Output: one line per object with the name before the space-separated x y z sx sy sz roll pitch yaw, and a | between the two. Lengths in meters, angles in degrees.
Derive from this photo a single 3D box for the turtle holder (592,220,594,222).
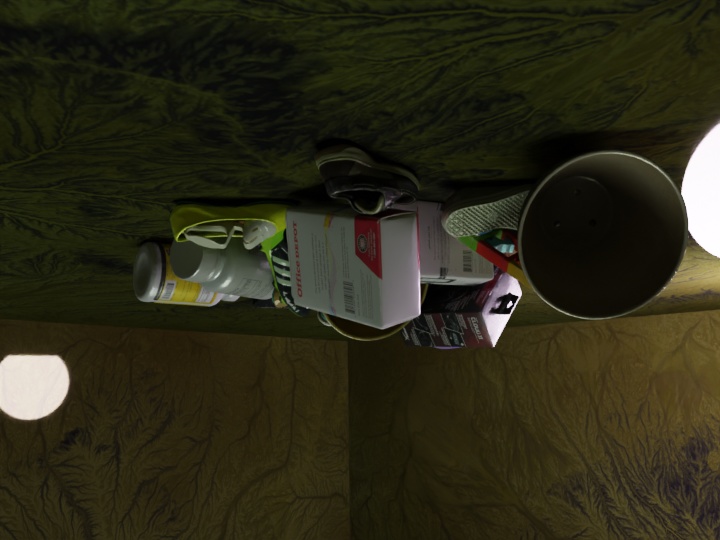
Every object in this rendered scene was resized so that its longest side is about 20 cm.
turtle holder | 0.398 -0.038 1.057 0.183 0.144 0.131 3 157 37

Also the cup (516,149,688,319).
cup | 0.288 -0.058 0.857 0.196 0.205 0.143 -2 -164 5

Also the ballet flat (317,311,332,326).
ballet flat | -0.022 0.031 1.272 0.068 0.202 0.070 24 150 15

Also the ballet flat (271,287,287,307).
ballet flat | -0.085 0.006 1.242 0.062 0.070 0.200 15 -142 26

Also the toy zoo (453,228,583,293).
toy zoo | 0.246 -0.029 0.966 0.130 0.021 0.199 -21 -138 -31

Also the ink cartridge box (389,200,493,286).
ink cartridge box | 0.107 -0.042 1.059 0.196 0.119 0.068 4 168 -23

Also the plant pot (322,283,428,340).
plant pot | 0.000 0.000 1.158 0.196 0.205 0.142 3 -167 -21

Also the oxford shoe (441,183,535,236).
oxford shoe | 0.208 -0.094 0.970 0.195 0.076 0.058 -8 -145 -5

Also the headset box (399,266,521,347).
headset box | 0.177 0.058 1.177 0.197 0.078 0.149 -4 -147 38

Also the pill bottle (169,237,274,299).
pill bottle | -0.227 -0.016 1.180 0.113 0.117 0.198 -8 168 35

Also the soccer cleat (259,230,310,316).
soccer cleat | -0.110 -0.007 1.123 0.079 0.068 0.203 -11 123 15

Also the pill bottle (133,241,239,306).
pill bottle | -0.334 0.011 1.327 0.197 0.115 0.111 7 167 -39

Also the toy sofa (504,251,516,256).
toy sofa | 0.240 -0.039 1.242 0.198 0.099 0.082 -11 141 46

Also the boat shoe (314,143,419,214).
boat shoe | 0.011 -0.103 0.856 0.072 0.066 0.198 -10 167 36

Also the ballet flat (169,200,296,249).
ballet flat | -0.189 -0.065 1.022 0.195 0.068 0.067 1 151 -6

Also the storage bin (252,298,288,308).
storage bin | -0.159 0.025 1.486 0.132 0.096 0.200 2 169 -19

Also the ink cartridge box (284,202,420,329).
ink cartridge box | -0.012 -0.015 0.954 0.085 0.151 0.198 -14 -162 -39

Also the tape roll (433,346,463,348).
tape roll | 0.180 0.053 1.354 0.196 0.205 0.065 3 169 -24
